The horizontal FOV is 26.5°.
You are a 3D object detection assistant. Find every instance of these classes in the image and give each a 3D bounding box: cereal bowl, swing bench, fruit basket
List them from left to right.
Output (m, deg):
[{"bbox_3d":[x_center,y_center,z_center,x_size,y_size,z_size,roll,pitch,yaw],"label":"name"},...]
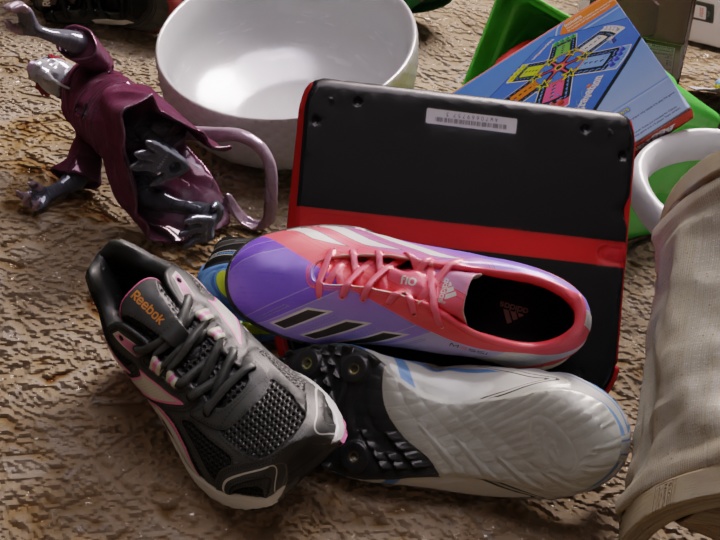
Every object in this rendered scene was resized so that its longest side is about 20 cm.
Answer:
[{"bbox_3d":[-0.052,-0.141,1.141,0.197,0.084,0.202,-3,43,3],"label":"cereal bowl"},{"bbox_3d":[0.122,-0.105,1.091,0.213,0.157,0.216,20,17,-6],"label":"fruit basket"},{"bbox_3d":[0.236,0.050,0.735,0.197,0.130,0.201,13,58,1],"label":"swing bench"}]

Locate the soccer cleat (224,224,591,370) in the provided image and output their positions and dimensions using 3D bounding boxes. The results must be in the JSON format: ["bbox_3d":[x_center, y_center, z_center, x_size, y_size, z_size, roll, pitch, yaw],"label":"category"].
[{"bbox_3d":[0.026,0.011,0.812,0.197,0.069,0.073,10,-10,-3],"label":"soccer cleat"}]

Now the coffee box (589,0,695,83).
[{"bbox_3d":[0.234,-0.220,1.248,0.079,0.115,0.200,12,-4,11],"label":"coffee box"}]

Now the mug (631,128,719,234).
[{"bbox_3d":[0.254,-0.023,0.938,0.174,0.149,0.200,-27,52,-31],"label":"mug"}]

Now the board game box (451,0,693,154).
[{"bbox_3d":[0.108,-0.089,1.009,0.199,0.019,0.104,-32,69,3],"label":"board game box"}]

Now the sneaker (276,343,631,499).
[{"bbox_3d":[0.044,0.081,0.807,0.197,0.073,0.072,8,-7,16],"label":"sneaker"}]

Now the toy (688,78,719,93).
[{"bbox_3d":[0.346,-0.161,1.266,0.113,0.048,0.200,9,11,2],"label":"toy"}]

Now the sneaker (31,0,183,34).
[{"bbox_3d":[-0.231,-0.245,1.333,0.199,0.072,0.098,23,32,31],"label":"sneaker"}]

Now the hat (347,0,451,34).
[{"bbox_3d":[-0.013,-0.224,1.351,0.164,0.200,0.178,6,64,26],"label":"hat"}]

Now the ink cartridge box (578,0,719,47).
[{"bbox_3d":[0.338,-0.289,1.522,0.198,0.085,0.146,18,30,22],"label":"ink cartridge box"}]

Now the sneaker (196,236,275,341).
[{"bbox_3d":[0.000,0.000,0.927,0.196,0.072,0.083,1,34,-4],"label":"sneaker"}]

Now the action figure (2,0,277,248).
[{"bbox_3d":[-0.160,-0.108,1.029,0.147,0.136,0.200,-12,36,-32],"label":"action figure"}]

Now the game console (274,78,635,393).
[{"bbox_3d":[0.055,-0.012,0.871,0.197,0.180,0.031,6,-10,-4],"label":"game console"}]

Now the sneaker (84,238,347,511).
[{"bbox_3d":[-0.090,0.047,0.783,0.080,0.087,0.199,-46,41,-13],"label":"sneaker"}]
